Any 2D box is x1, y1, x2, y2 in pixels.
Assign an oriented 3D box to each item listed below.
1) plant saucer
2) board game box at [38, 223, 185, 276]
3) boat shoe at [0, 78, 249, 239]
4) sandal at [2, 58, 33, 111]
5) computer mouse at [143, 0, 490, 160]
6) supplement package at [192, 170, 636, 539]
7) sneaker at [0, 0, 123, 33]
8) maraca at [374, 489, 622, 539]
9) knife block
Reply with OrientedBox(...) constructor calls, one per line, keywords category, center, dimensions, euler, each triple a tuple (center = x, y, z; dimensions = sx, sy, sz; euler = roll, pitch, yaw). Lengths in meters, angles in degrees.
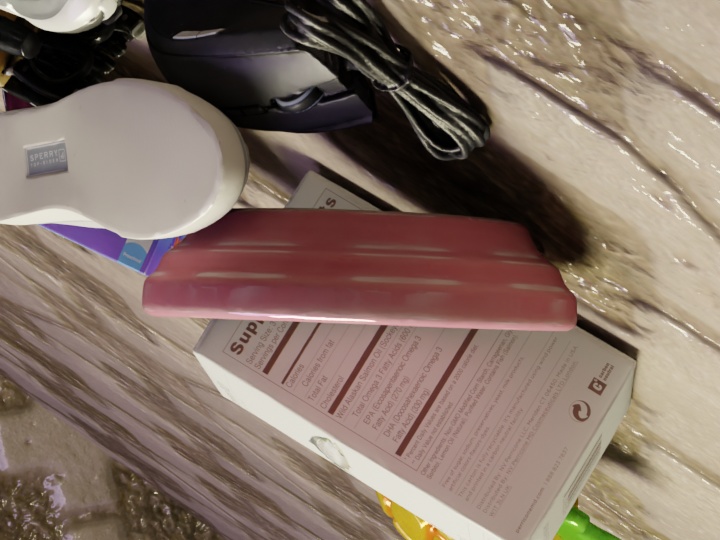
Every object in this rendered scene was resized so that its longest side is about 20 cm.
OrientedBox(category="plant saucer", center=(0.000, 0.000, 1.101), dimensions=(0.199, 0.051, 0.201), euler=(1, 179, 0))
OrientedBox(category="board game box", center=(-0.157, -0.041, 1.290), dimensions=(0.199, 0.045, 0.134), euler=(24, 178, 23))
OrientedBox(category="boat shoe", center=(-0.104, -0.047, 1.100), dimensions=(0.068, 0.073, 0.199), euler=(-5, 178, -40))
OrientedBox(category="sandal", center=(-0.180, -0.088, 1.399), dimensions=(0.075, 0.048, 0.200), euler=(23, 165, 39))
OrientedBox(category="computer mouse", center=(-0.050, -0.096, 1.018), dimensions=(0.199, 0.046, 0.140), euler=(22, 166, 43))
OrientedBox(category="supplement package", center=(0.030, 0.057, 1.263), dimensions=(0.199, 0.118, 0.117), euler=(31, 171, 12))
OrientedBox(category="sneaker", center=(-0.190, -0.169, 1.060), dimensions=(0.199, 0.075, 0.116), euler=(8, 151, 41))
OrientedBox(category="maraca", center=(0.083, 0.135, 1.476), dimensions=(0.137, 0.108, 0.199), euler=(32, 171, -39))
OrientedBox(category="knife block", center=(-0.203, -0.147, 1.176), dimensions=(0.199, 0.064, 0.176), euler=(34, 168, -7))
